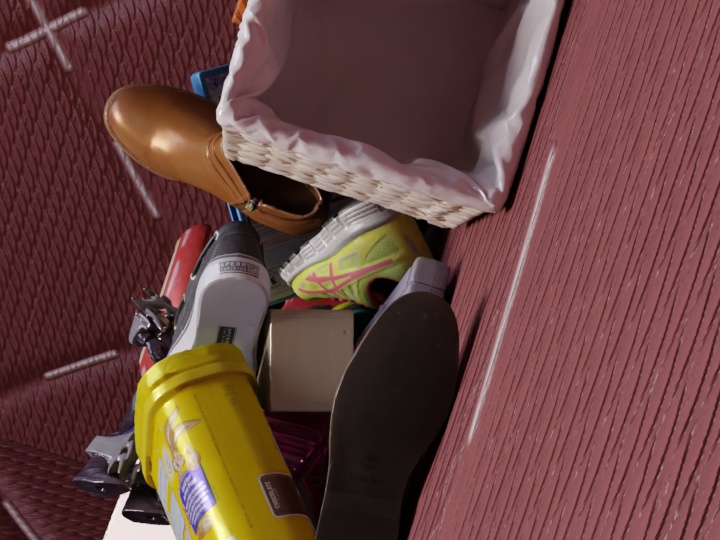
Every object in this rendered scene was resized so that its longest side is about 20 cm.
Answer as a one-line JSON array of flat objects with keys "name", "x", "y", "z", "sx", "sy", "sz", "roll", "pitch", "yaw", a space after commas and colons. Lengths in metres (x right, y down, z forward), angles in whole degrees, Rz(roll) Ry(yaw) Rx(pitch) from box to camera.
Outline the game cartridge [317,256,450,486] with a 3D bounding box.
[{"name": "game cartridge", "x": 0.017, "y": 0.083, "z": 1.412, "sx": 0.200, "sy": 0.038, "sz": 0.130, "roll": 124, "pitch": 159, "yaw": -67}]

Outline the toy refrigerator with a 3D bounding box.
[{"name": "toy refrigerator", "x": -0.052, "y": 0.067, "z": 1.497, "sx": 0.200, "sy": 0.070, "sz": 0.076, "roll": 171, "pitch": 100, "yaw": -78}]

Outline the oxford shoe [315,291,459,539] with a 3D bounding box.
[{"name": "oxford shoe", "x": 0.012, "y": 0.104, "z": 1.242, "sx": 0.071, "sy": 0.071, "sz": 0.201, "roll": -79, "pitch": 7, "yaw": -79}]

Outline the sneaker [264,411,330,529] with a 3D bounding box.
[{"name": "sneaker", "x": -0.059, "y": 0.182, "z": 1.558, "sx": 0.200, "sy": 0.081, "sz": 0.088, "roll": -82, "pitch": 13, "yaw": -58}]

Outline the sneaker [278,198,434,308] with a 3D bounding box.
[{"name": "sneaker", "x": 0.000, "y": 0.000, "z": 1.517, "sx": 0.078, "sy": 0.090, "sz": 0.200, "roll": -39, "pitch": 0, "yaw": -21}]

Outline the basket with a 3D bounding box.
[{"name": "basket", "x": 0.019, "y": -0.150, "z": 1.305, "sx": 0.161, "sy": 0.197, "sz": 0.201, "roll": 142, "pitch": 145, "yaw": -82}]

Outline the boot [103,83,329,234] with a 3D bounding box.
[{"name": "boot", "x": -0.110, "y": -0.093, "z": 1.503, "sx": 0.074, "sy": 0.199, "sz": 0.155, "roll": -64, "pitch": 3, "yaw": -1}]

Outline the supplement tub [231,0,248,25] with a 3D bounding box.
[{"name": "supplement tub", "x": 0.002, "y": -0.217, "z": 1.598, "sx": 0.123, "sy": 0.199, "sz": 0.123, "roll": -163, "pitch": 90, "yaw": -83}]

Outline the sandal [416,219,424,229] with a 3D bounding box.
[{"name": "sandal", "x": 0.037, "y": -0.082, "z": 1.535, "sx": 0.043, "sy": 0.076, "sz": 0.201, "roll": -77, "pitch": -2, "yaw": -49}]

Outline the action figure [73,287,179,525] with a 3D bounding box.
[{"name": "action figure", "x": -0.154, "y": 0.101, "z": 1.550, "sx": 0.069, "sy": 0.130, "sz": 0.201, "roll": -11, "pitch": 50, "yaw": 38}]

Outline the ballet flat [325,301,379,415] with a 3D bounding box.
[{"name": "ballet flat", "x": -0.037, "y": 0.086, "z": 1.658, "sx": 0.067, "sy": 0.066, "sz": 0.201, "roll": -112, "pitch": 32, "yaw": -45}]

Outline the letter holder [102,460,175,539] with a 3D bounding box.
[{"name": "letter holder", "x": -0.147, "y": 0.267, "z": 1.667, "sx": 0.100, "sy": 0.142, "sz": 0.201, "roll": 16, "pitch": -87, "yaw": -66}]

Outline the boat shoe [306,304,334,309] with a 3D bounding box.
[{"name": "boat shoe", "x": -0.056, "y": 0.123, "z": 1.781, "sx": 0.059, "sy": 0.072, "sz": 0.201, "roll": -21, "pitch": -51, "yaw": -43}]

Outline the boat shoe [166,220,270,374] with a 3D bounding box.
[{"name": "boat shoe", "x": -0.108, "y": 0.036, "z": 1.440, "sx": 0.200, "sy": 0.070, "sz": 0.067, "roll": 108, "pitch": 165, "yaw": -52}]

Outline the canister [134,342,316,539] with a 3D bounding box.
[{"name": "canister", "x": -0.090, "y": 0.175, "z": 1.389, "sx": 0.149, "sy": 0.086, "sz": 0.201, "roll": 100, "pitch": 149, "yaw": -53}]

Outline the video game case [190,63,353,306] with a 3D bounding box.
[{"name": "video game case", "x": -0.055, "y": -0.084, "z": 1.632, "sx": 0.018, "sy": 0.143, "sz": 0.201, "roll": -9, "pitch": 98, "yaw": 55}]

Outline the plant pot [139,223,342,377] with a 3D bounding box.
[{"name": "plant pot", "x": -0.121, "y": 0.058, "z": 1.985, "sx": 0.200, "sy": 0.182, "sz": 0.201, "roll": -162, "pitch": 90, "yaw": -86}]
